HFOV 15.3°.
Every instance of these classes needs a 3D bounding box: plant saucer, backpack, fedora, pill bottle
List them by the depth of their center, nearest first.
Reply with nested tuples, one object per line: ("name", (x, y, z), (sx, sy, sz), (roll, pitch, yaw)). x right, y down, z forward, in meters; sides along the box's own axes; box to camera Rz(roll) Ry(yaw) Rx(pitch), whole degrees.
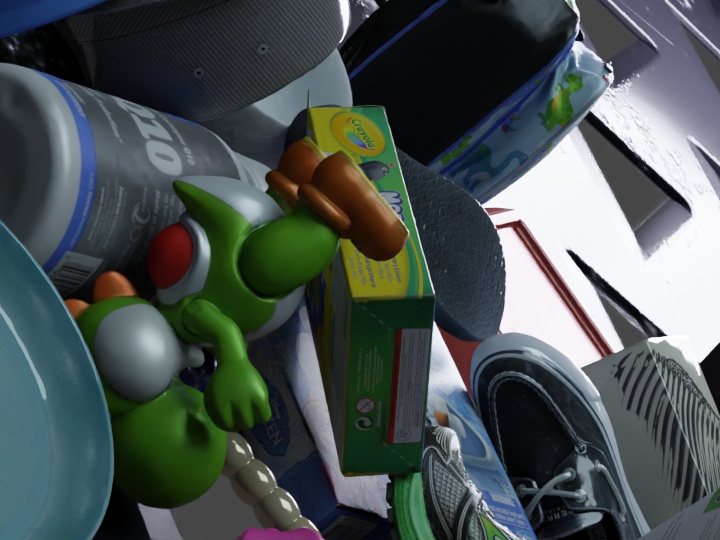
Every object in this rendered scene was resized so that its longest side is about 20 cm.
("plant saucer", (-0.180, 0.039, 1.090), (0.200, 0.027, 0.201), (39, 32, -30))
("pill bottle", (-0.125, -0.029, 1.338), (0.200, 0.114, 0.114), (15, 42, -54))
("fedora", (-0.085, -0.133, 1.406), (0.177, 0.199, 0.091), (-125, -164, -70))
("backpack", (0.070, -0.130, 1.757), (0.147, 0.183, 0.200), (46, 14, -9))
("plant saucer", (0.107, 0.039, 1.760), (0.201, 0.037, 0.199), (56, 24, 10))

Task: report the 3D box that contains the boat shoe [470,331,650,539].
("boat shoe", (0.119, 0.132, 1.577), (0.068, 0.071, 0.201), (-67, 136, -62))

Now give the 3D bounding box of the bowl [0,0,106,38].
("bowl", (-0.172, -0.163, 1.363), (0.201, 0.199, 0.040), (-70, 145, -63))

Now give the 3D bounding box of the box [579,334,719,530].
("box", (0.202, 0.145, 1.689), (0.082, 0.068, 0.201), (-5, 71, -63))

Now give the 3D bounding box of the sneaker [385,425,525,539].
("sneaker", (0.072, 0.161, 1.358), (0.078, 0.085, 0.201), (60, 5, -56))

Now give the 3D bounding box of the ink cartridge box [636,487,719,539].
("ink cartridge box", (0.157, 0.198, 1.420), (0.085, 0.200, 0.146), (53, 24, -2))

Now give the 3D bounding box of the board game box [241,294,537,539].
("board game box", (-0.002, 0.074, 1.502), (0.200, 0.043, 0.200), (20, 37, -51))

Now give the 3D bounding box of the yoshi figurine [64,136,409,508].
("yoshi figurine", (-0.064, 0.036, 1.275), (0.112, 0.200, 0.113), (46, -8, 29))

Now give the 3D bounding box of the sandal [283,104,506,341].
("sandal", (0.020, -0.030, 1.565), (0.200, 0.043, 0.076), (44, 55, -35))

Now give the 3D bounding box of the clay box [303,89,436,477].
("clay box", (0.000, 0.000, 1.405), (0.047, 0.116, 0.201), (-2, 36, -7))

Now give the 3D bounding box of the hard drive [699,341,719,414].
("hard drive", (0.257, 0.144, 1.765), (0.042, 0.135, 0.201), (13, 41, -36))

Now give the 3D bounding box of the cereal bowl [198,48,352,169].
("cereal bowl", (-0.101, -0.135, 1.573), (0.200, 0.083, 0.201), (40, 27, -25))

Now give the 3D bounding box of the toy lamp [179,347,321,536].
("toy lamp", (-0.035, 0.132, 1.347), (0.200, 0.058, 0.058), (51, 23, 4))

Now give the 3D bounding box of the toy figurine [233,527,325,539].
("toy figurine", (-0.023, 0.205, 1.220), (0.184, 0.151, 0.200), (44, 46, 17))
